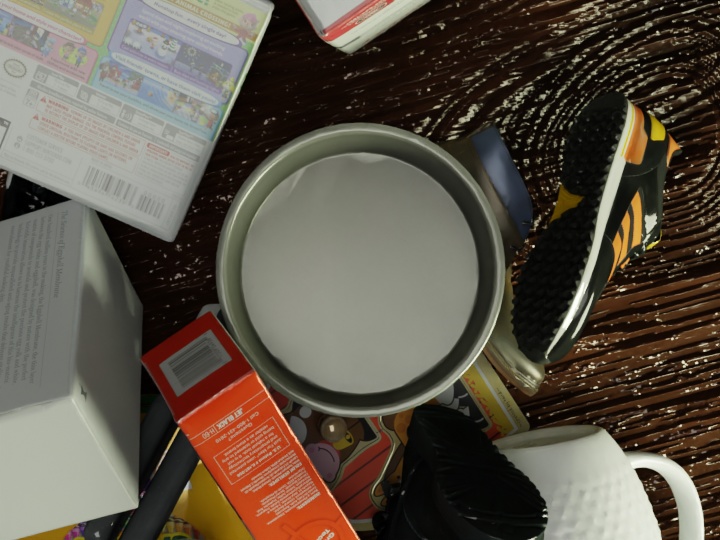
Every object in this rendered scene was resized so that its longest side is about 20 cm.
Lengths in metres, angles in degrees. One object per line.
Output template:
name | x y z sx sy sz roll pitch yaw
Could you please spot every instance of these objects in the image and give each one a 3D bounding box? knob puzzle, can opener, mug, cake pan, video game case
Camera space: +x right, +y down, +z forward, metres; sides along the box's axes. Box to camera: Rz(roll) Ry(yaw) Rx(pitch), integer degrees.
knob puzzle | 0.007 0.110 0.909 0.217 0.030 0.222 -2 99 -13
can opener | -0.132 0.107 0.867 0.053 0.067 0.201 23 69 9
mug | 0.172 0.204 0.906 0.198 0.147 0.177 -10 90 -24
cake pan | 0.000 0.000 0.851 0.198 0.037 0.202 0 86 0
video game case | -0.185 -0.142 0.844 0.199 0.022 0.183 24 99 -8

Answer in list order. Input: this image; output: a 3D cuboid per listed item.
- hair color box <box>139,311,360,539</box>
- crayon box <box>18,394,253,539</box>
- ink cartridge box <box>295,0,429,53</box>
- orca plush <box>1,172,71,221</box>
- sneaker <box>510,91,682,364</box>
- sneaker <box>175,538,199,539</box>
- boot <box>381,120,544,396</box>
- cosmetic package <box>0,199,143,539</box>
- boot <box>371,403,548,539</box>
hair color box | -0.064 0.135 0.819 0.061 0.101 0.201 -34 119 -9
crayon box | -0.174 0.160 0.943 0.198 0.058 0.120 -3 99 2
ink cartridge box | 0.020 -0.219 0.805 0.144 0.200 0.084 -33 93 7
orca plush | -0.243 -0.069 0.902 0.105 0.071 0.200 43 98 -5
sneaker | 0.178 -0.020 0.875 0.090 0.070 0.202 23 81 -28
sneaker | -0.141 0.251 0.903 0.098 0.200 0.071 -11 62 10
boot | 0.103 -0.010 0.898 0.097 0.075 0.201 -32 95 10
cosmetic package | -0.263 0.077 0.849 0.198 0.200 0.124 -16 132 6
boot | 0.056 0.200 0.836 0.073 0.198 0.164 9 105 -16
